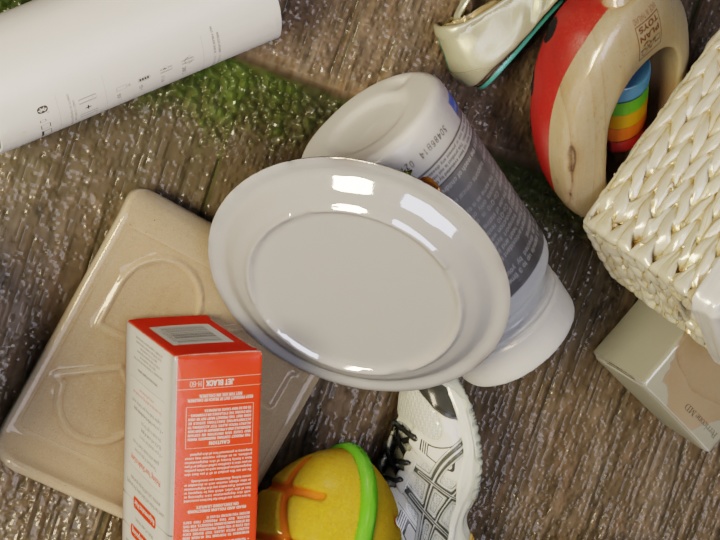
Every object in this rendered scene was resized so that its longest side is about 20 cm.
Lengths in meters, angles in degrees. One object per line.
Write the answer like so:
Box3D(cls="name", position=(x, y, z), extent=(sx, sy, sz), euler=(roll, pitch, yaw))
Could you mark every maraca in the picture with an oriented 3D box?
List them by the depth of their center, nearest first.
Box3D(cls="maraca", position=(-0.039, 0.210, 1.260), extent=(0.106, 0.137, 0.201), euler=(20, 110, -20))

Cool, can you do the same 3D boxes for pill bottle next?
Box3D(cls="pill bottle", position=(0.057, -0.024, 1.249), extent=(0.114, 0.114, 0.200), euler=(-40, 116, -7))

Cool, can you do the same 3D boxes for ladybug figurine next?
Box3D(cls="ladybug figurine", position=(0.165, -0.123, 1.259), extent=(0.136, 0.072, 0.201), euler=(-41, 149, -27))

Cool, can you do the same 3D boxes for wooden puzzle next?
Box3D(cls="wooden puzzle", position=(-0.126, 0.068, 1.240), extent=(0.184, 0.046, 0.201), euler=(28, 88, -28))

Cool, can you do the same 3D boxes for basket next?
Box3D(cls="basket", position=(0.261, -0.055, 1.276), extent=(0.201, 0.123, 0.136), euler=(-53, 153, -6))

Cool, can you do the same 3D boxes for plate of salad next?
Box3D(cls="plate of salad", position=(0.000, 0.000, 1.180), extent=(0.198, 0.048, 0.201), euler=(9, 135, 9))

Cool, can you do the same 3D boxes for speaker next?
Box3D(cls="speaker", position=(-0.150, -0.145, 1.145), extent=(0.199, 0.081, 0.082), euler=(-25, 113, -14))

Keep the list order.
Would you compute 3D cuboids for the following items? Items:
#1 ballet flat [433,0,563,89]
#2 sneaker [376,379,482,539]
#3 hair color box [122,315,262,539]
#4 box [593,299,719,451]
Box3D(cls="ballet flat", position=(0.129, -0.209, 1.258), extent=(0.200, 0.069, 0.070), euler=(-43, 117, -6))
Box3D(cls="sneaker", position=(0.035, 0.159, 1.315), extent=(0.087, 0.076, 0.202), euler=(-8, 108, -21))
Box3D(cls="hair color box", position=(-0.110, 0.138, 1.181), extent=(0.061, 0.101, 0.202), euler=(-2, 103, -25))
Box3D(cls="box", position=(0.279, 0.024, 1.378), extent=(0.095, 0.078, 0.200), euler=(41, 87, -27))
